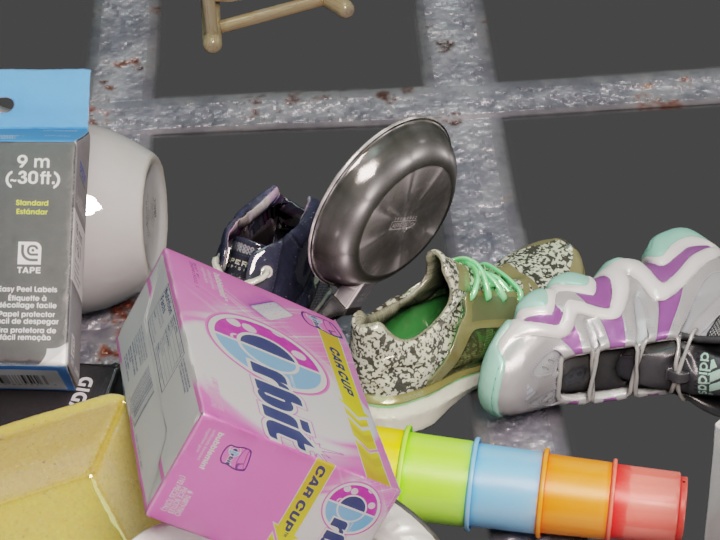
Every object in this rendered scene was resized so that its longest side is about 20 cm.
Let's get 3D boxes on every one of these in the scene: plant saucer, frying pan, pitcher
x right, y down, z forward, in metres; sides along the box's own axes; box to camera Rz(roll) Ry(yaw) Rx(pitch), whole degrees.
[{"bbox_3d":[-0.164,0.176,1.035,0.199,0.049,0.200,-15,63,-34],"label":"plant saucer"},{"bbox_3d":[-0.006,-0.006,1.186,0.031,0.115,0.190,37,92,29],"label":"frying pan"},{"bbox_3d":[-0.227,-0.057,1.282,0.199,0.172,0.121,1,24,6],"label":"pitcher"}]

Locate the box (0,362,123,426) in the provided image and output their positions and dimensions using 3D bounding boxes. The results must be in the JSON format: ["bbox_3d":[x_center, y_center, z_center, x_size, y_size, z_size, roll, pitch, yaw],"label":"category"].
[{"bbox_3d":[-0.253,0.123,1.164,0.198,0.050,0.200,5,41,10],"label":"box"}]

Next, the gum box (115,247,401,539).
[{"bbox_3d":[-0.060,0.071,1.096,0.113,0.066,0.200,23,19,-21],"label":"gum box"}]

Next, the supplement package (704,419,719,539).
[{"bbox_3d":[0.296,0.140,1.031,0.150,0.152,0.200,-33,48,-31],"label":"supplement package"}]

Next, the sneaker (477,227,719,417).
[{"bbox_3d":[0.177,0.052,1.203,0.200,0.078,0.140,-29,46,-28],"label":"sneaker"}]

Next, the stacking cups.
[{"bbox_3d":[0.081,0.121,1.147,0.199,0.061,0.061,6,40,4],"label":"stacking cups"}]

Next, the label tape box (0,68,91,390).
[{"bbox_3d":[-0.233,-0.034,1.190,0.143,0.063,0.201,0,74,0],"label":"label tape box"}]

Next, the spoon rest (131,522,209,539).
[{"bbox_3d":[-0.058,0.206,0.991,0.099,0.061,0.201,-5,58,-29],"label":"spoon rest"}]

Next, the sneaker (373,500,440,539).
[{"bbox_3d":[0.038,0.197,1.050,0.092,0.076,0.200,-37,43,-25],"label":"sneaker"}]

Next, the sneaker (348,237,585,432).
[{"bbox_3d":[0.065,0.022,1.236,0.077,0.089,0.200,31,50,34],"label":"sneaker"}]

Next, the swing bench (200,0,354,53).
[{"bbox_3d":[-0.098,-0.309,1.558,0.129,0.200,0.200,-16,41,-16],"label":"swing bench"}]

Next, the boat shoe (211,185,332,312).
[{"bbox_3d":[-0.082,0.031,1.228,0.074,0.093,0.200,14,42,19],"label":"boat shoe"}]
